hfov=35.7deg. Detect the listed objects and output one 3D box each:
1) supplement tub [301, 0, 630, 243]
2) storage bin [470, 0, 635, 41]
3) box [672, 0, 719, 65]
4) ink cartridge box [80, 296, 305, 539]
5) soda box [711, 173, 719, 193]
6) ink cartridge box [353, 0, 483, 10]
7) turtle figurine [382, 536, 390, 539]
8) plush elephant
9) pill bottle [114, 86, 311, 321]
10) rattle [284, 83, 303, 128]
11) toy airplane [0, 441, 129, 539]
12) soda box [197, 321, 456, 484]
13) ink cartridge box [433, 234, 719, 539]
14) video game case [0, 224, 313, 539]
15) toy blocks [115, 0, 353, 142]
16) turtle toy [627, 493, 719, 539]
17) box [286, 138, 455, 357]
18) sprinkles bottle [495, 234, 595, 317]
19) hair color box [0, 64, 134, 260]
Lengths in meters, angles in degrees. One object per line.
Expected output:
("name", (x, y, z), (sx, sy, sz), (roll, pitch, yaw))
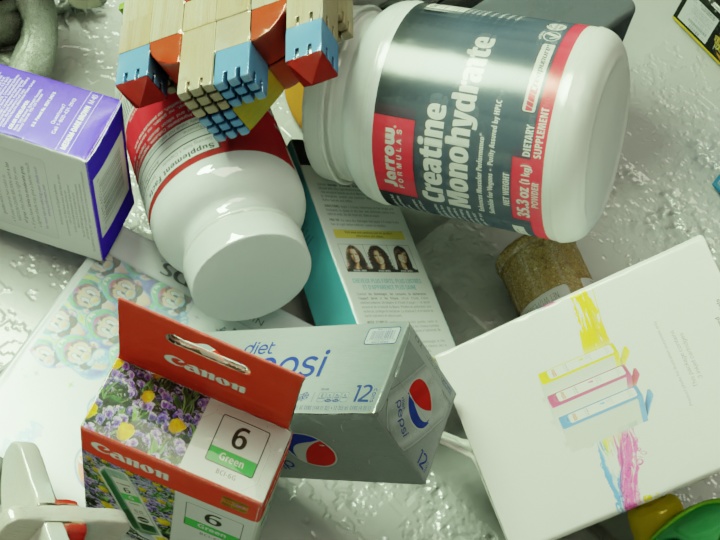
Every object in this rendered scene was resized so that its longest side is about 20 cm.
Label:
("supplement tub", (0.073, -0.106, 0.764), (0.197, 0.142, 0.141), (13, 53, 22))
("storage bin", (0.137, -0.155, 0.912), (0.199, 0.135, 0.146), (-37, 71, -29))
("box", (0.428, -0.240, 1.086), (0.198, 0.050, 0.160), (-28, 65, -27))
("ink cartridge box", (-0.098, 0.102, 0.622), (0.107, 0.201, 0.051), (22, 57, 2))
("soda box", (0.408, -0.109, 0.985), (0.198, 0.068, 0.065), (-26, 67, -26))
("ink cartridge box", (0.021, -0.272, 0.857), (0.199, 0.084, 0.148), (-13, 81, -54))
("turtle figurine", (0.010, 0.269, 0.611), (0.142, 0.200, 0.197), (-22, 64, 13))
("plush elephant", (-0.277, -0.228, 0.847), (0.199, 0.156, 0.165), (-35, 71, -29))
("pill bottle", (-0.104, -0.069, 0.797), (0.110, 0.113, 0.202), (-10, 52, -19))
("rattle", (-0.005, -0.220, 0.962), (0.143, 0.130, 0.199), (50, 33, 7))
("toy airplane", (-0.201, 0.191, 0.609), (0.196, 0.141, 0.203), (4, 66, 28))
("soda box", (-0.047, 0.079, 0.664), (0.197, 0.069, 0.064), (-5, 45, 35))
("ink cartridge box", (0.142, 0.086, 0.694), (0.197, 0.128, 0.127), (-25, 76, 9))
("video game case", (-0.143, 0.081, 0.762), (0.180, 0.024, 0.202), (27, 56, 5))
("toy blocks", (-0.082, -0.152, 0.727), (0.197, 0.100, 0.139), (-13, 58, 20))
("turtle toy", (0.210, 0.214, 0.688), (0.101, 0.198, 0.148), (-15, 83, -63))
("box", (0.000, 0.000, 0.818), (0.081, 0.049, 0.203), (2, 55, -35))
("sprinkles bottle", (0.164, 0.067, 0.816), (0.067, 0.069, 0.203), (-10, 60, -19))
("hair color box", (-0.262, -0.088, 0.778), (0.196, 0.110, 0.066), (16, 54, 5))
